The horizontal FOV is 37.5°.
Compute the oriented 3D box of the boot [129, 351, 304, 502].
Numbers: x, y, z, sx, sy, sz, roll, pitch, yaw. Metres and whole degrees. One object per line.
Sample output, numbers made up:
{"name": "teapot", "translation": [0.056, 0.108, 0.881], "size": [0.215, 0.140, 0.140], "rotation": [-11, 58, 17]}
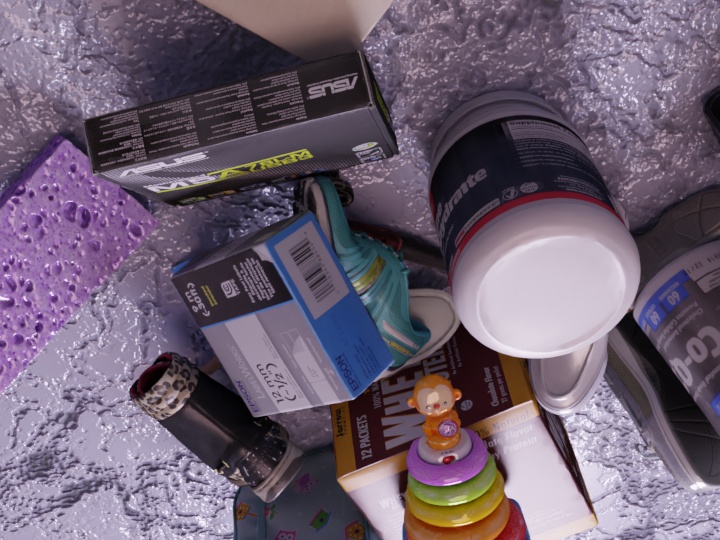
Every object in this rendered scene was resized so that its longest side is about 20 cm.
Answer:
{"name": "boot", "translation": [-0.141, 0.135, 0.987], "size": [0.154, 0.204, 0.074], "rotation": [41, 78, -15]}

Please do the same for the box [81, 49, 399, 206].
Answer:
{"name": "box", "translation": [-0.078, -0.098, 0.793], "size": [0.199, 0.193, 0.048], "rotation": [-13, 87, 5]}

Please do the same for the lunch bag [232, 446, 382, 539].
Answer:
{"name": "lunch bag", "translation": [-0.055, 0.278, 1.066], "size": [0.160, 0.200, 0.077], "rotation": [-17, 126, 9]}

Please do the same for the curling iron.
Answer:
{"name": "curling iron", "translation": [0.029, -0.032, 0.947], "size": [0.200, 0.026, 0.050], "rotation": [27, 123, -25]}

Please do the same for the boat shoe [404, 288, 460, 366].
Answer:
{"name": "boat shoe", "translation": [-0.002, 0.063, 0.998], "size": [0.199, 0.060, 0.076], "rotation": [-18, 99, 7]}

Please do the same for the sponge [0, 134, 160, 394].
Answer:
{"name": "sponge", "translation": [-0.274, -0.003, 0.876], "size": [0.200, 0.030, 0.112], "rotation": [-49, 124, -7]}

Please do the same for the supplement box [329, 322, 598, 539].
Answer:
{"name": "supplement box", "translation": [0.100, 0.180, 1.051], "size": [0.197, 0.133, 0.200], "rotation": [-24, 126, 11]}

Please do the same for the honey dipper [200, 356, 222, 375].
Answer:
{"name": "honey dipper", "translation": [-0.131, 0.083, 1.016], "size": [0.200, 0.038, 0.038], "rotation": [-34, 124, 24]}

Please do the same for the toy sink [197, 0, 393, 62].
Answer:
{"name": "toy sink", "translation": [-0.019, -0.259, 0.715], "size": [0.130, 0.112, 0.200], "rotation": [24, 126, -23]}

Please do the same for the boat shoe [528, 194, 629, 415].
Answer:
{"name": "boat shoe", "translation": [0.185, 0.026, 0.923], "size": [0.073, 0.201, 0.065], "rotation": [8, 175, 22]}

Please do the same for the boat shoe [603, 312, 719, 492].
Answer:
{"name": "boat shoe", "translation": [0.274, 0.126, 0.989], "size": [0.074, 0.202, 0.065], "rotation": [6, 131, -31]}

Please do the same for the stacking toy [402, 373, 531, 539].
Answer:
{"name": "stacking toy", "translation": [0.079, 0.174, 0.909], "size": [0.116, 0.110, 0.200], "rotation": [-10, 117, 4]}

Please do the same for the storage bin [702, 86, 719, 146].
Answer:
{"name": "storage bin", "translation": [0.399, -0.123, 0.850], "size": [0.200, 0.135, 0.094], "rotation": [-31, 125, 16]}

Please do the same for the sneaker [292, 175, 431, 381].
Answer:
{"name": "sneaker", "translation": [0.000, 0.000, 0.912], "size": [0.080, 0.078, 0.200], "rotation": [-29, 119, -9]}

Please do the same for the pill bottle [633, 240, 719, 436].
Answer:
{"name": "pill bottle", "translation": [0.334, 0.082, 0.904], "size": [0.114, 0.200, 0.114], "rotation": [-22, 148, -14]}

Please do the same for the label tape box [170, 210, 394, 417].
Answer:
{"name": "label tape box", "translation": [-0.086, 0.047, 0.890], "size": [0.200, 0.066, 0.144], "rotation": [-18, 106, 44]}

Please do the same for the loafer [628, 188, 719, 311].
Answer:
{"name": "loafer", "translation": [0.265, 0.002, 0.977], "size": [0.200, 0.072, 0.063], "rotation": [-31, 132, 13]}

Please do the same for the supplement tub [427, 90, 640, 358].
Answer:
{"name": "supplement tub", "translation": [0.129, -0.042, 0.842], "size": [0.140, 0.200, 0.141], "rotation": [-3, 127, -4]}
